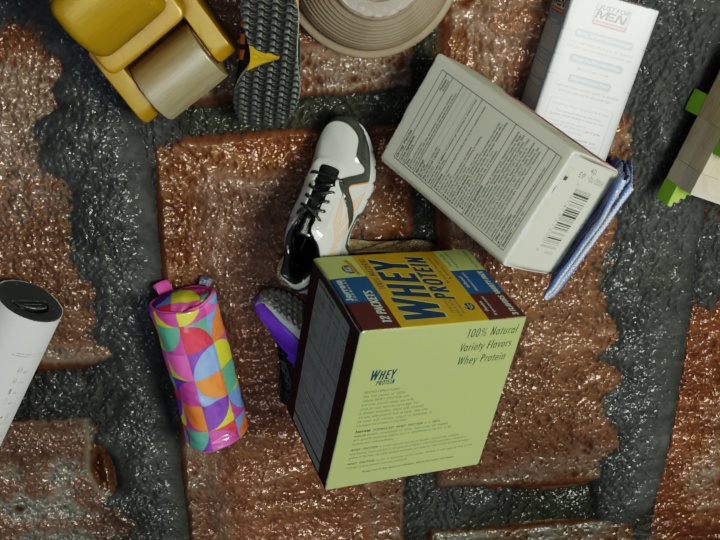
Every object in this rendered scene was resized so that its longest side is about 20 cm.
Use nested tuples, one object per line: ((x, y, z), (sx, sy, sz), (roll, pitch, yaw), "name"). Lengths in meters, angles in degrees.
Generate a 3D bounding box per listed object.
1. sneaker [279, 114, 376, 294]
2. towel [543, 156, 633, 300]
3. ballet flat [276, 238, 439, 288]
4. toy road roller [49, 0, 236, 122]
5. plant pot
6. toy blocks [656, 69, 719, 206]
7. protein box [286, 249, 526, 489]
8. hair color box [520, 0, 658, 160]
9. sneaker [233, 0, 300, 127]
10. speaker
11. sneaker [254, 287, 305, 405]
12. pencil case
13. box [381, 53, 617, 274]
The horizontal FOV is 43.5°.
((-0.037, -0.069, 0.976), (0.072, 0.080, 0.205), (13, 94, 23), "sneaker")
((0.247, -0.051, 0.979), (0.024, 0.200, 0.146), (34, 110, 6), "towel")
((0.000, 0.000, 1.042), (0.195, 0.066, 0.072), (-7, 118, -2), "ballet flat")
((-0.220, -0.240, 0.871), (0.122, 0.147, 0.201), (-34, 112, 10), "toy road roller")
((0.012, -0.310, 0.895), (0.195, 0.093, 0.206), (-2, 113, -4), "plant pot")
((0.443, -0.147, 1.018), (0.134, 0.100, 0.203), (13, 111, -23), "toy blocks")
((0.042, 0.102, 0.978), (0.194, 0.135, 0.204), (-3, 123, -26), "protein box")
((0.236, -0.199, 0.983), (0.097, 0.061, 0.204), (11, 112, -11), "hair color box")
((-0.091, -0.238, 0.921), (0.068, 0.092, 0.202), (5, 146, -6), "sneaker")
((-0.418, 0.114, 1.041), (0.080, 0.082, 0.202), (25, 109, -16), "speaker")
((-0.072, 0.115, 1.082), (0.099, 0.070, 0.200), (-39, 111, 14), "sneaker")
((-0.190, 0.112, 1.065), (0.086, 0.089, 0.204), (-10, 112, -1), "pencil case")
((0.139, -0.108, 0.925), (0.108, 0.200, 0.129), (8, 120, -50), "box")
